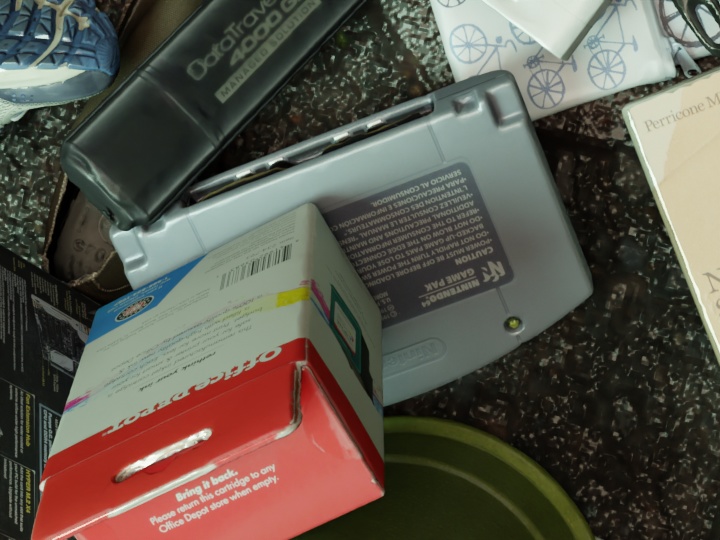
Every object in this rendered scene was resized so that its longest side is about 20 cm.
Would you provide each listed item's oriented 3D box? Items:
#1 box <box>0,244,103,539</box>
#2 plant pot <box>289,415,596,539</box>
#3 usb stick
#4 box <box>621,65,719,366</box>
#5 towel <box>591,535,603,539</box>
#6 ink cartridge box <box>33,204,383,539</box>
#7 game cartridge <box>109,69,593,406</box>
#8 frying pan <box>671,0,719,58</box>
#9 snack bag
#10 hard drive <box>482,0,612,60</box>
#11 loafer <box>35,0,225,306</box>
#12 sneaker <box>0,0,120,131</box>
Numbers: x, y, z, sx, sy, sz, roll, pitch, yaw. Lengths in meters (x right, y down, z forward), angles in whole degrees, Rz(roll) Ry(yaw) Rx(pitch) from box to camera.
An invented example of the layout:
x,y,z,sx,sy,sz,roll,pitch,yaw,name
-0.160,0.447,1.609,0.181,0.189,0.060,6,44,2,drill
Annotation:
x,y,z,sx,sy,sz,roll,pitch,yaw,name
-0.149,0.087,0.787,0.050,0.158,0.200,-31,47,24,box
0.005,0.169,0.779,0.200,0.190,0.200,0,89,11,plant pot
-0.057,-0.102,0.834,0.055,0.033,0.200,44,72,-6,usb stick
0.195,0.002,0.812,0.095,0.078,0.200,-23,89,12,box
0.035,0.173,0.881,0.200,0.024,0.147,23,96,9,towel
-0.056,0.059,0.732,0.116,0.200,0.067,-26,112,12,ink cartridge box
0.000,0.000,0.844,0.200,0.041,0.133,-20,112,9,game cartridge
0.124,-0.195,0.814,0.190,0.031,0.115,38,101,8,frying pan
0.120,-0.178,0.845,0.200,0.021,0.189,-16,90,11,snack bag
0.098,-0.212,0.794,0.132,0.027,0.200,39,102,12,hard drive
-0.099,-0.069,0.866,0.073,0.071,0.200,20,97,9,loafer
-0.195,-0.090,0.875,0.200,0.077,0.085,2,133,27,sneaker
